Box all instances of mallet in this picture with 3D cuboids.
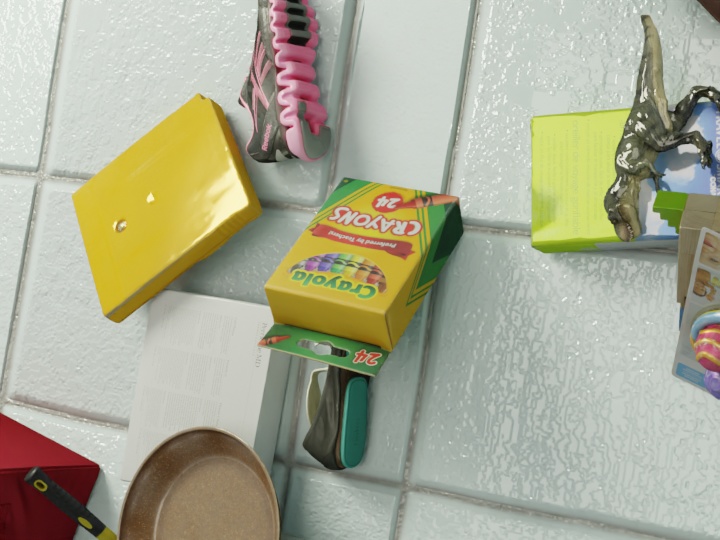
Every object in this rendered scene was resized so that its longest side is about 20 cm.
[{"bbox_3d":[-0.246,0.258,1.215,0.066,0.041,0.201,-35,109,9],"label":"mallet"}]

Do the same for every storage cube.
[{"bbox_3d":[-0.408,0.251,1.267,0.198,0.179,0.173,20,92,24],"label":"storage cube"}]

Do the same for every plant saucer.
[{"bbox_3d":[-0.147,0.251,1.158,0.199,0.037,0.203,-11,71,32],"label":"plant saucer"}]

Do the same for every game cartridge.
[{"bbox_3d":[-0.205,-0.068,1.270,0.199,0.032,0.177,-34,53,15],"label":"game cartridge"}]

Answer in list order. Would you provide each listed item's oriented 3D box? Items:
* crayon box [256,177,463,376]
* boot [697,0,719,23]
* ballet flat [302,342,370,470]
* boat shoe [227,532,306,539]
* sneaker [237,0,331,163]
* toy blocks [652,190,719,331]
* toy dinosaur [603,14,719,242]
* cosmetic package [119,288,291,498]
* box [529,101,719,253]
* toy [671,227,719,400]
[{"bbox_3d":[0.000,0.000,1.117,0.126,0.051,0.201,11,46,24],"label":"crayon box"},{"bbox_3d":[0.320,-0.224,1.034,0.198,0.072,0.168,-15,75,17],"label":"boot"},{"bbox_3d":[-0.018,0.090,1.174,0.068,0.068,0.202,14,89,34],"label":"ballet flat"},{"bbox_3d":[-0.050,0.296,1.159,0.198,0.071,0.064,14,88,23],"label":"boat shoe"},{"bbox_3d":[-0.091,-0.202,1.244,0.095,0.079,0.203,-13,77,34],"label":"sneaker"},{"bbox_3d":[0.336,0.015,0.994,0.198,0.100,0.138,7,129,21],"label":"toy blocks"},{"bbox_3d":[0.260,-0.124,1.036,0.087,0.047,0.202,7,81,31],"label":"toy dinosaur"},{"bbox_3d":[-0.153,0.128,1.237,0.149,0.052,0.202,9,87,27],"label":"cosmetic package"},{"bbox_3d":[0.251,-0.082,1.082,0.198,0.048,0.124,-2,83,23],"label":"box"},{"bbox_3d":[0.301,0.064,0.966,0.114,0.201,0.047,28,57,25],"label":"toy"}]
